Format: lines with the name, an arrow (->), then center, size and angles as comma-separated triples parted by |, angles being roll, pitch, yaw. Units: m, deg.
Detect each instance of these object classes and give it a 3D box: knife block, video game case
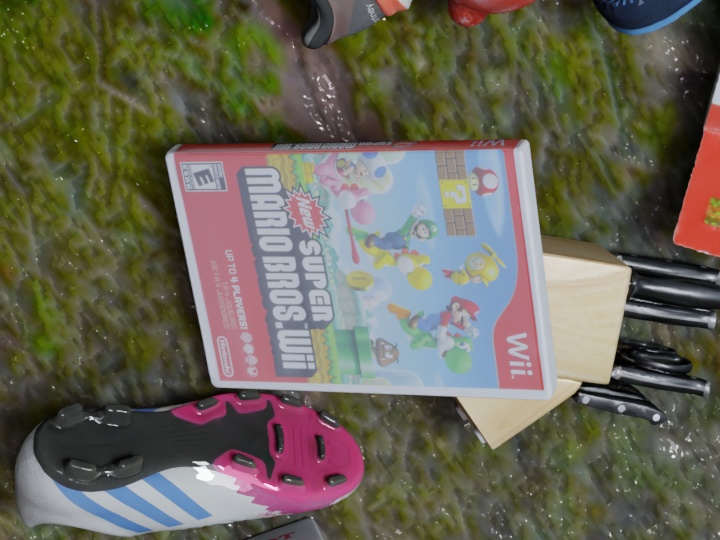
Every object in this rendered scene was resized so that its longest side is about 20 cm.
knife block -> 0.111, 0.008, 1.041 | 0.175, 0.064, 0.200 | -36, 106, -2
video game case -> 0.000, 0.000, 0.977 | 0.199, 0.017, 0.144 | 1, 116, 21

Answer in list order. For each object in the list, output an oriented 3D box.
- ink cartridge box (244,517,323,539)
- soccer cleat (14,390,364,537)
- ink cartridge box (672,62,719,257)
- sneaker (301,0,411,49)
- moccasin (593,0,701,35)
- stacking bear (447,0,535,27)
ink cartridge box -> -0.065, 0.221, 0.983 | 0.147, 0.200, 0.086 | -19, 105, -7
soccer cleat -> -0.098, 0.112, 1.029 | 0.199, 0.070, 0.086 | 5, 144, -26
ink cartridge box -> 0.272, -0.093, 1.006 | 0.161, 0.050, 0.201 | 16, 81, 9
sneaker -> -0.054, -0.200, 0.957 | 0.082, 0.077, 0.200 | -34, 105, 6
moccasin -> 0.187, -0.221, 0.996 | 0.200, 0.080, 0.068 | -53, 138, -8
stacking bear -> 0.049, -0.229, 0.956 | 0.121, 0.114, 0.201 | -25, 111, -5
